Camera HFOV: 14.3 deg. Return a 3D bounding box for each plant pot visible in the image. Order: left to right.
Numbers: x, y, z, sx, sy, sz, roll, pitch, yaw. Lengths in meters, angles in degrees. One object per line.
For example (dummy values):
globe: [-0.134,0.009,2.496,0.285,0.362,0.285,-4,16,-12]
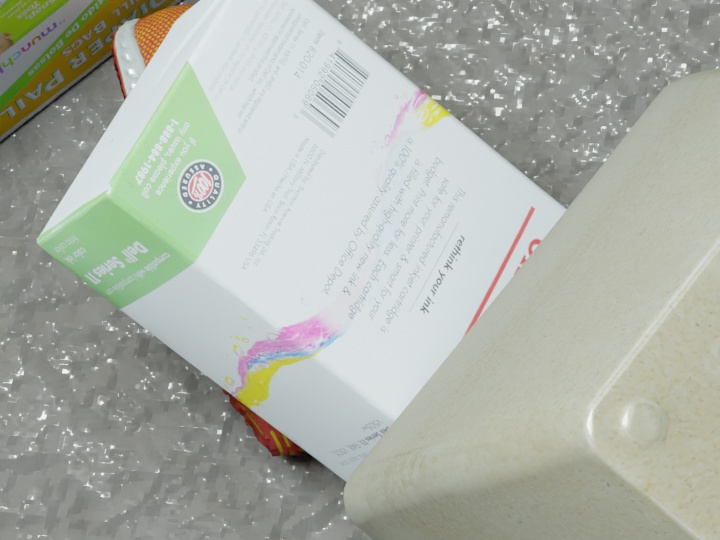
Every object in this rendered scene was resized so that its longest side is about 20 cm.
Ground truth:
plant pot: [0.138,0.051,0.898,0.200,0.177,0.200,40,77,1]

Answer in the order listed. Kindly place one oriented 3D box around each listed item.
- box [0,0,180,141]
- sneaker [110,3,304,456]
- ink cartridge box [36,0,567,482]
box: [-0.143,-0.136,1.135,0.200,0.113,0.101,-39,72,-6]
sneaker: [-0.042,-0.024,1.084,0.077,0.073,0.201,-15,63,-1]
ink cartridge box: [0.000,0.000,1.019,0.200,0.067,0.117,39,59,-14]
